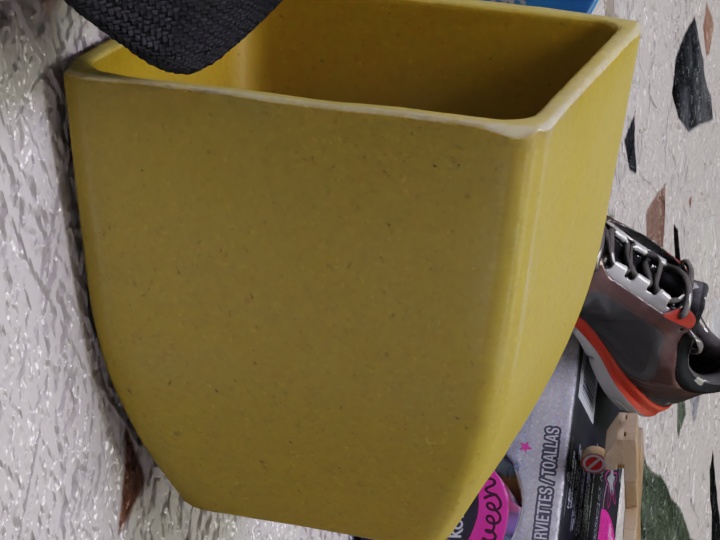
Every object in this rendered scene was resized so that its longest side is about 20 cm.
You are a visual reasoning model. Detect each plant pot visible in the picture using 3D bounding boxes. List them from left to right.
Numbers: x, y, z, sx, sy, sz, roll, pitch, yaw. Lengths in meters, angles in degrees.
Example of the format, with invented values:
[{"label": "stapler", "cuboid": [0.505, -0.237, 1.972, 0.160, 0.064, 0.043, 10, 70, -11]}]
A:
[{"label": "plant pot", "cuboid": [0.000, 0.000, 1.059, 0.194, 0.195, 0.200, -45, 140, -65]}]

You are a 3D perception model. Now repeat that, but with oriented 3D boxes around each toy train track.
[{"label": "toy train track", "cuboid": [0.136, 0.163, 1.365, 0.115, 0.032, 0.200, -76, 164, -55]}]

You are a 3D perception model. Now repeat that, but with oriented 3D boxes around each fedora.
[{"label": "fedora", "cuboid": [-0.077, -0.129, 0.909, 0.092, 0.201, 0.201, -59, 162, 4]}]

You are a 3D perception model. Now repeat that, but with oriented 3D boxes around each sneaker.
[{"label": "sneaker", "cuboid": [0.141, 0.001, 1.329, 0.200, 0.082, 0.077, 46, 47, -40]}]

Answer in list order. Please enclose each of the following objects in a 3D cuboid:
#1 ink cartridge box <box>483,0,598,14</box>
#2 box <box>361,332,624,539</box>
[{"label": "ink cartridge box", "cuboid": [0.059, -0.128, 1.254, 0.200, 0.084, 0.146, 119, -7, -46]}, {"label": "box", "cuboid": [0.074, 0.127, 1.399, 0.132, 0.115, 0.200, 58, 36, -57]}]
